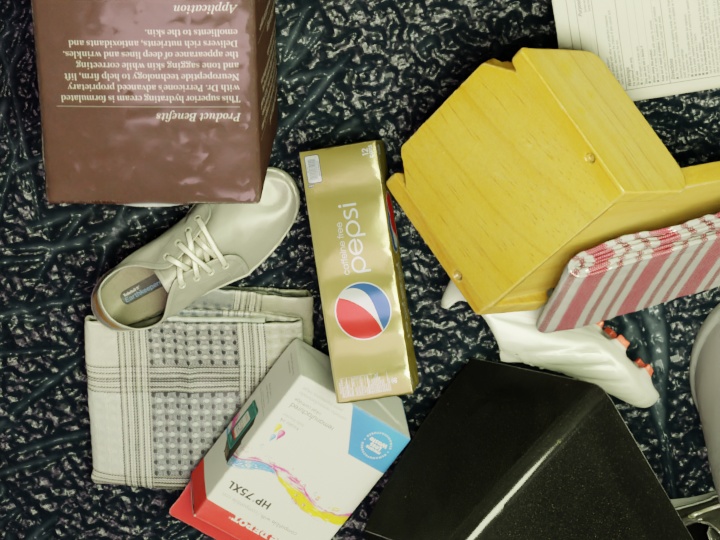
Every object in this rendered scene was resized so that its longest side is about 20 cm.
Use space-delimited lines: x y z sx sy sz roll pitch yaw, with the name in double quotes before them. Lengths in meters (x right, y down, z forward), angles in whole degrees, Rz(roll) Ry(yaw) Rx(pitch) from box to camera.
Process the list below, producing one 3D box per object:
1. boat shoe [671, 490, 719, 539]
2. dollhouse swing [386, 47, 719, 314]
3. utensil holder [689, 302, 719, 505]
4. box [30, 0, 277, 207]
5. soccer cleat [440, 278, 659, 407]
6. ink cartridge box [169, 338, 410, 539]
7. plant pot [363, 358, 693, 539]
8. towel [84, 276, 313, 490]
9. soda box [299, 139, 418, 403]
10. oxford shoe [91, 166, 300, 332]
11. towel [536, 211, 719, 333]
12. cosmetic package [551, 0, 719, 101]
"boat shoe" 0.310 0.225 1.735 0.198 0.064 0.071 -15 113 11
"dollhouse swing" 0.168 -0.081 1.567 0.182 0.175 0.200 55 140 7
"utensil holder" 0.353 0.122 1.610 0.168 0.200 0.172 1 115 2
"box" -0.150 -0.172 1.526 0.164 0.165 0.202 1 115 2
"soccer cleat" 0.155 0.056 1.662 0.199 0.069 0.078 38 91 -6
"ink cartridge box" -0.063 0.171 1.707 0.116 0.067 0.201 30 110 -20
"plant pot" 0.126 0.213 1.630 0.177 0.199 0.200 -41 112 -21
"towel" -0.137 0.101 1.724 0.190 0.035 0.202 4 115 2
"soda box" 0.000 0.000 1.614 0.063 0.068 0.202 -8 93 7
"oxford shoe" -0.133 -0.012 1.646 0.199 0.058 0.076 -33 95 4
"towel" 0.235 -0.007 1.575 0.198 0.147 0.030 -16 71 -11
"cosmetic package" 0.246 -0.193 1.541 0.198 0.073 0.105 -7 115 7
